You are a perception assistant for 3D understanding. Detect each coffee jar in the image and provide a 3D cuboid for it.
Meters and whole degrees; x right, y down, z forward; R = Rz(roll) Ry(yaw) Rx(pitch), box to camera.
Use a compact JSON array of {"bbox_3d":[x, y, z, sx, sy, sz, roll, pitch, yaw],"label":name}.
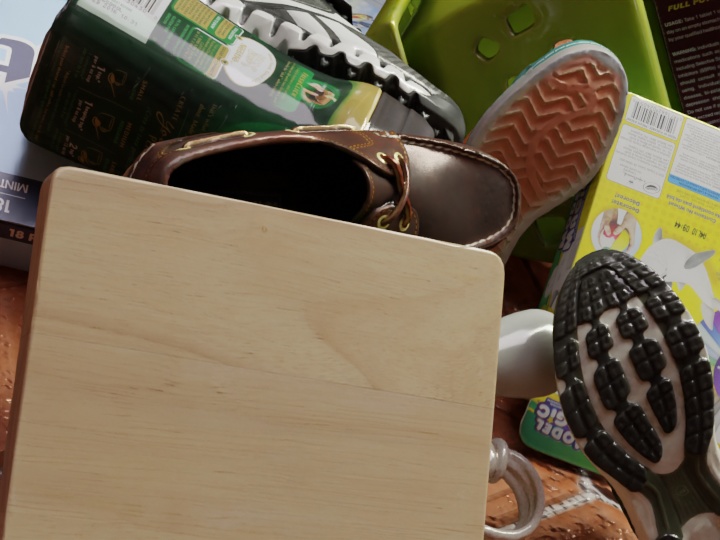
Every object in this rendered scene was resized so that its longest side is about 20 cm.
[{"bbox_3d":[-0.066,-0.073,0.945,0.199,0.105,0.086,28,39,-3],"label":"coffee jar"}]

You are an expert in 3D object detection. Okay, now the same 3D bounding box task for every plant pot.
[{"bbox_3d":[0.112,-0.115,1.164,0.180,0.201,0.200,-12,21,16],"label":"plant pot"}]

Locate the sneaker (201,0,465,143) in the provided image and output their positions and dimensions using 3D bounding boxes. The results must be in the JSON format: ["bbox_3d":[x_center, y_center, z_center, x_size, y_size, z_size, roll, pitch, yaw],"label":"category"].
[{"bbox_3d":[-0.027,-0.125,1.011,0.198,0.067,0.091,23,47,8],"label":"sneaker"}]

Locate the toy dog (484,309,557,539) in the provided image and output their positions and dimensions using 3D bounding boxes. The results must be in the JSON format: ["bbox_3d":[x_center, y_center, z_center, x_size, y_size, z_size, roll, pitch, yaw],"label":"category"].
[{"bbox_3d":[-0.003,0.057,0.904,0.198,0.133,0.096,17,-13,-19],"label":"toy dog"}]

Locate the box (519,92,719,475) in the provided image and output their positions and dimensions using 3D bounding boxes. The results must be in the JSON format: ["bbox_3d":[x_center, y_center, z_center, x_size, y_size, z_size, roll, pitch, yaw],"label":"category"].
[{"bbox_3d":[0.161,0.018,1.023,0.116,0.202,0.048,21,-11,-9],"label":"box"}]

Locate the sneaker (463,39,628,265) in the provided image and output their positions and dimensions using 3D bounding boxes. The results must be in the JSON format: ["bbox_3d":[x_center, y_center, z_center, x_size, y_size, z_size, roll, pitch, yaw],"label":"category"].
[{"bbox_3d":[0.076,-0.056,1.044,0.071,0.201,0.080,28,27,-16],"label":"sneaker"}]

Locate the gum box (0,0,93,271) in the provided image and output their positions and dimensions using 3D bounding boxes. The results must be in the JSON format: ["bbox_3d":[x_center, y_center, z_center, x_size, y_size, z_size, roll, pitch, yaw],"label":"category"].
[{"bbox_3d":[-0.134,-0.084,1.021,0.168,0.045,0.202,14,53,-13],"label":"gum box"}]

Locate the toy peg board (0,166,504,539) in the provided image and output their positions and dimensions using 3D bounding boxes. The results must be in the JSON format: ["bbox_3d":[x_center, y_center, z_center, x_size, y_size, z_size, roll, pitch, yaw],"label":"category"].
[{"bbox_3d":[-0.055,0.081,0.769,0.198,0.202,0.098,10,-14,-21],"label":"toy peg board"}]

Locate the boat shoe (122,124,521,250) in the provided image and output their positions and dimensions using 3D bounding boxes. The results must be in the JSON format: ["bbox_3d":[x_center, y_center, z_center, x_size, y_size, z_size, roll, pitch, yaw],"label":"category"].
[{"bbox_3d":[-0.010,-0.030,0.852,0.198,0.071,0.070,-3,-6,-23],"label":"boat shoe"}]

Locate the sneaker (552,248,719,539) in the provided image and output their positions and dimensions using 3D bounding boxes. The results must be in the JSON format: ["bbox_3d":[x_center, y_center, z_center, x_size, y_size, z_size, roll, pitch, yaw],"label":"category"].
[{"bbox_3d":[0.142,0.084,0.915,0.076,0.202,0.089,-22,9,0],"label":"sneaker"}]

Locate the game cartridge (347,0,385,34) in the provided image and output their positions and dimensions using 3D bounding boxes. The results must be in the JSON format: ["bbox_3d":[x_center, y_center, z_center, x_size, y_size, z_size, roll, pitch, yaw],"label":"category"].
[{"bbox_3d":[-0.017,-0.175,1.382,0.132,0.042,0.200,28,27,21],"label":"game cartridge"}]

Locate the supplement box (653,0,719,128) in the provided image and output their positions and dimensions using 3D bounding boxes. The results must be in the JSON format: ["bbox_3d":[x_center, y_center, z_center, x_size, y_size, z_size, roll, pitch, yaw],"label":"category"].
[{"bbox_3d":[0.223,-0.109,1.111,0.060,0.202,0.109,-13,22,16],"label":"supplement box"}]
